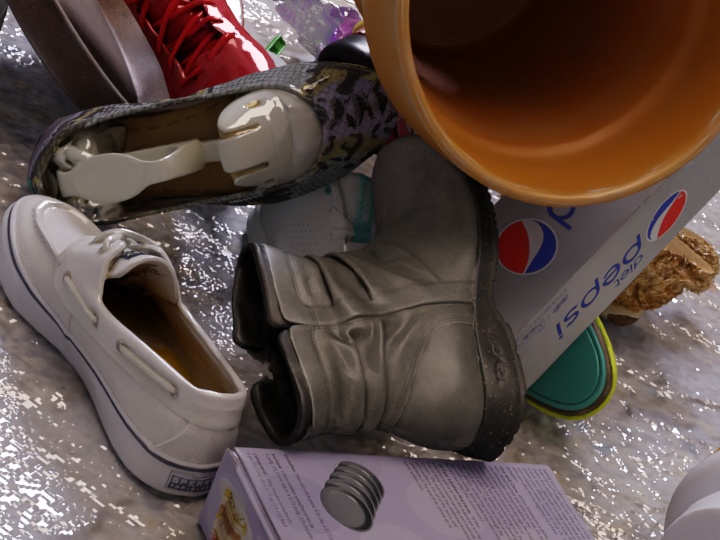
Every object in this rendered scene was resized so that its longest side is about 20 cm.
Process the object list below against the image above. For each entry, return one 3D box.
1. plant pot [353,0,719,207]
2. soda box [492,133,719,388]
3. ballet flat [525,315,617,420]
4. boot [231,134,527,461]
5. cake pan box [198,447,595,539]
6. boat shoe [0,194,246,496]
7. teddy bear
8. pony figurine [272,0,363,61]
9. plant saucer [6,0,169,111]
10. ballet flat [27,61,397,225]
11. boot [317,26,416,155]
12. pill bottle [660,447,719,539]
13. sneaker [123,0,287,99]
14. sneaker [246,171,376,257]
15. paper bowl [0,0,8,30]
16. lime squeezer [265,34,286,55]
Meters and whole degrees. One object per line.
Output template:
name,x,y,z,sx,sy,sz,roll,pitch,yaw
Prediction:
plant pot,0.078,-0.152,0.977,0.200,0.201,0.183,13,12,-25
soda box,0.116,-0.022,1.029,0.063,0.200,0.068,39,-12,27
ballet flat,0.078,0.015,1.099,0.200,0.067,0.067,42,3,27
boot,0.000,0.000,0.924,0.130,0.068,0.200,11,46,-26
cake pan box,0.046,0.161,0.835,0.184,0.052,0.200,4,36,-33
boat shoe,-0.112,0.016,0.918,0.071,0.070,0.200,3,36,-38
teddy bear,0.156,-0.024,1.235,0.145,0.067,0.200,19,21,-34
pony figurine,0.037,-0.139,1.245,0.193,0.167,0.200,43,36,-6
plant saucer,-0.162,-0.153,1.104,0.201,0.034,0.200,60,11,-20
ballet flat,-0.079,-0.060,0.994,0.200,0.072,0.072,-10,28,9
boot,0.069,-0.072,1.099,0.200,0.072,0.144,43,43,1
pill bottle,0.226,0.127,0.981,0.109,0.109,0.200,39,30,21
sneaker,-0.109,-0.139,1.083,0.116,0.078,0.200,43,8,-38
sneaker,-0.011,-0.006,1.023,0.075,0.089,0.200,12,32,-28
paper bowl,-0.288,-0.169,1.041,0.200,0.105,0.201,20,28,-11
lime squeezer,-0.068,-0.095,1.142,0.038,0.071,0.200,39,12,-19
